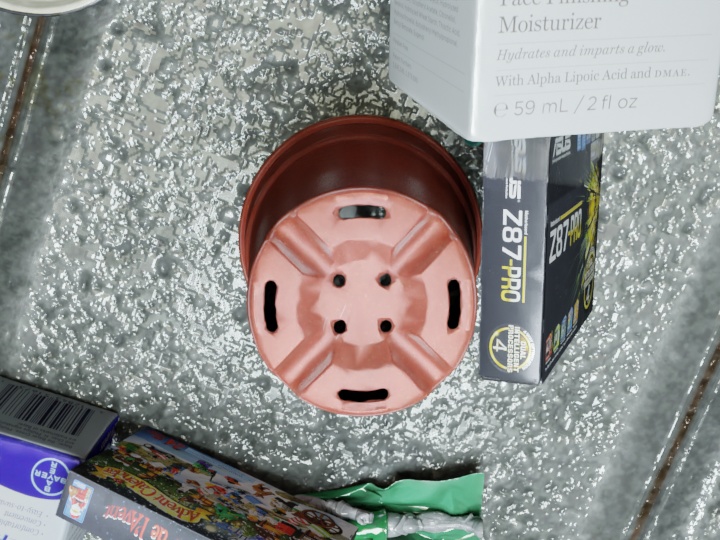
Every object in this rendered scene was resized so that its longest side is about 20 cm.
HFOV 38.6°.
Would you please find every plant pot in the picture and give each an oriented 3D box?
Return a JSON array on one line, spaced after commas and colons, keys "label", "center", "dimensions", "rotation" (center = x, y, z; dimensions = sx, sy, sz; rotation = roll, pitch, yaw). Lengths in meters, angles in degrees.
[{"label": "plant pot", "center": [0.000, 0.000, 0.732], "dimensions": [0.197, 0.195, 0.204], "rotation": [0, 104, 0]}]

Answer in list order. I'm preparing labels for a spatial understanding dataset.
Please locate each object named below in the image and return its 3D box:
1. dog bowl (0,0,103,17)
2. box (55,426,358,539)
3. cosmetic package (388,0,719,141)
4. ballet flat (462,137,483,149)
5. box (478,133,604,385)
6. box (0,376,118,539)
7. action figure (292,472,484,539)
[{"label": "dog bowl", "center": [-0.224, -0.284, 0.727], "dimensions": [0.197, 0.074, 0.203], "rotation": [0, 103, -1]}, {"label": "box", "center": [-0.110, 0.190, 0.782], "dimensions": [0.198, 0.137, 0.038], "rotation": [23, 99, 9]}, {"label": "cosmetic package", "center": [0.117, -0.202, 0.632], "dimensions": [0.162, 0.165, 0.203], "rotation": [-6, 114, -14]}, {"label": "ballet flat", "center": [0.077, -0.190, 0.761], "dimensions": [0.071, 0.069, 0.202], "rotation": [-30, 108, -14]}, {"label": "box", "center": [0.131, -0.027, 0.727], "dimensions": [0.048, 0.200, 0.164], "rotation": [4, 103, 22]}, {"label": "box", "center": [-0.315, 0.194, 0.822], "dimensions": [0.181, 0.105, 0.203], "rotation": [17, 103, -4]}, {"label": "action figure", "center": [0.003, 0.223, 0.861], "dimensions": [0.197, 0.055, 0.120], "rotation": [2, 106, 3]}]
